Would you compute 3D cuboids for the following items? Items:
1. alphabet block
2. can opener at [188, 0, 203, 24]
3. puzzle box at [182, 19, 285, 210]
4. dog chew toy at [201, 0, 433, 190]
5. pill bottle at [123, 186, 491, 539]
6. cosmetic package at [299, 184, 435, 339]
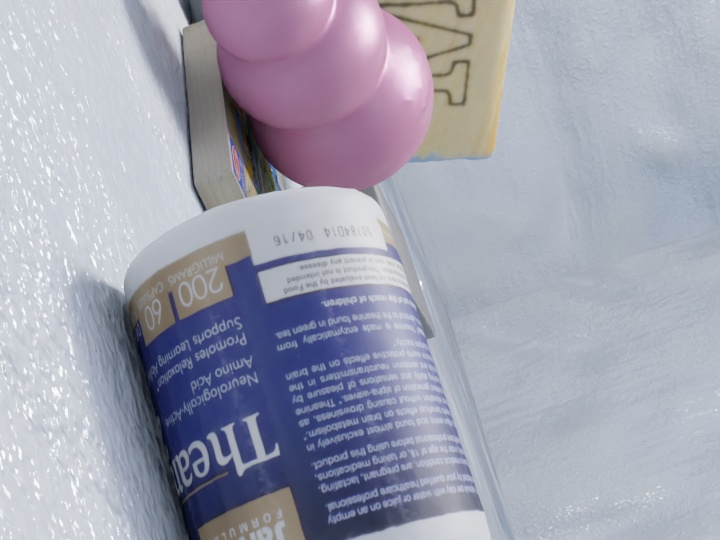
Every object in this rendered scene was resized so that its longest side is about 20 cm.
[{"bbox_3d":[0.010,-0.222,1.220,0.196,0.195,0.201,-105,-165,-47],"label":"alphabet block"},{"bbox_3d":[-0.087,-0.151,1.110,0.067,0.052,0.201,-59,139,-37],"label":"can opener"},{"bbox_3d":[-0.075,-0.061,0.952,0.201,0.025,0.134,-103,171,-53],"label":"puzzle box"},{"bbox_3d":[-0.032,-0.133,0.917,0.200,0.124,0.125,47,22,-56],"label":"dog chew toy"},{"bbox_3d":[-0.015,0.079,0.569,0.111,0.110,0.201,55,16,-72],"label":"pill bottle"},{"bbox_3d":[0.000,0.000,1.227,0.200,0.090,0.108,65,6,-71],"label":"cosmetic package"}]
